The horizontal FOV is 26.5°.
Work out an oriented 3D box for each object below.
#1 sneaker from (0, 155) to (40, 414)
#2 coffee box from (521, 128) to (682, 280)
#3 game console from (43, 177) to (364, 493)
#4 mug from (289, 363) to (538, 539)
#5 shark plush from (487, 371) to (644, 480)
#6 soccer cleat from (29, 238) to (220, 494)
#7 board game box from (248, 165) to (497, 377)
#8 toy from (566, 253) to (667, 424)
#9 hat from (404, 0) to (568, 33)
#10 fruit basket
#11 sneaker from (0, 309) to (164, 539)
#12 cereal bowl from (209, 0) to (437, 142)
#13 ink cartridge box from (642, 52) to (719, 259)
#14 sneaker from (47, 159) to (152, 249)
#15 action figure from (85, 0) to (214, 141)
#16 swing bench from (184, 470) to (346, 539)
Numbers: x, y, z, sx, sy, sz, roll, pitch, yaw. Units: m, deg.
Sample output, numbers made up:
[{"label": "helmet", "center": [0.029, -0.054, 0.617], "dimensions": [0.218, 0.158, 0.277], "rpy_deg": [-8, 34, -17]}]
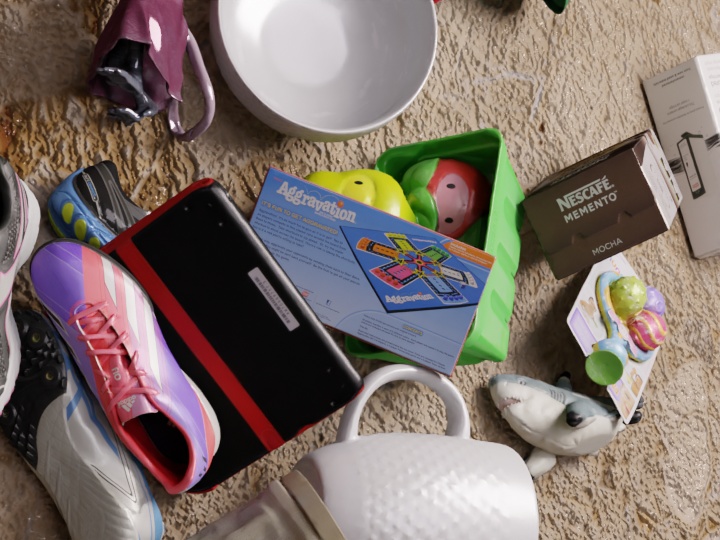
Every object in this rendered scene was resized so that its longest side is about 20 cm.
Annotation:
[{"label": "sneaker", "center": [-0.274, 0.008, 1.050], "dimensions": [0.079, 0.087, 0.203], "rpy_deg": [2, 64, -1]}, {"label": "coffee box", "center": [0.227, -0.065, 1.410], "dimensions": [0.081, 0.112, 0.200], "rpy_deg": [64, 17, -3]}, {"label": "game console", "center": [-0.119, 0.055, 1.127], "dimensions": [0.201, 0.176, 0.031], "rpy_deg": [53, 13, -14]}, {"label": "mug", "center": [0.033, 0.176, 1.212], "dimensions": [0.173, 0.147, 0.203], "rpy_deg": [10, 80, -25]}, {"label": "shark plush", "center": [0.208, 0.122, 1.428], "dimensions": [0.198, 0.091, 0.084], "rpy_deg": [-11, 53, -35]}, {"label": "soccer cleat", "center": [-0.167, 0.067, 1.079], "dimensions": [0.201, 0.068, 0.073], "rpy_deg": [58, 13, -15]}, {"label": "board game box", "center": [0.000, 0.000, 1.228], "dimensions": [0.198, 0.019, 0.104], "rpy_deg": [22, 94, 8]}, {"label": "toy", "center": [0.262, 0.047, 1.466], "dimensions": [0.116, 0.047, 0.200], "rpy_deg": [58, 34, -10]}, {"label": "hat", "center": [0.092, -0.297, 1.464], "dimensions": [0.174, 0.200, 0.167], "rpy_deg": [-24, 77, -3]}, {"label": "fruit basket", "center": [0.039, -0.029, 1.297], "dimensions": [0.215, 0.154, 0.219], "rpy_deg": [15, 71, -53]}, {"label": "sneaker", "center": [-0.206, 0.121, 1.106], "dimensions": [0.202, 0.071, 0.072], "rpy_deg": [63, 16, 3]}, {"label": "cereal bowl", "center": [-0.038, -0.201, 1.302], "dimensions": [0.197, 0.083, 0.203], "rpy_deg": [4, 77, -20]}, {"label": "ink cartridge box", "center": [0.403, -0.128, 1.644], "dimensions": [0.145, 0.084, 0.203], "rpy_deg": [-13, 84, -40]}, {"label": "sneaker", "center": [-0.151, -0.003, 1.174], "dimensions": [0.200, 0.071, 0.083], "rpy_deg": [49, 59, -13]}, {"label": "action figure", "center": [-0.156, -0.225, 1.198], "dimensions": [0.148, 0.133, 0.203], "rpy_deg": [22, 66, -32]}, {"label": "swing bench", "center": [-0.075, 0.279, 1.056], "dimensions": [0.197, 0.130, 0.202], "rpy_deg": [-30, 103, -10]}]
